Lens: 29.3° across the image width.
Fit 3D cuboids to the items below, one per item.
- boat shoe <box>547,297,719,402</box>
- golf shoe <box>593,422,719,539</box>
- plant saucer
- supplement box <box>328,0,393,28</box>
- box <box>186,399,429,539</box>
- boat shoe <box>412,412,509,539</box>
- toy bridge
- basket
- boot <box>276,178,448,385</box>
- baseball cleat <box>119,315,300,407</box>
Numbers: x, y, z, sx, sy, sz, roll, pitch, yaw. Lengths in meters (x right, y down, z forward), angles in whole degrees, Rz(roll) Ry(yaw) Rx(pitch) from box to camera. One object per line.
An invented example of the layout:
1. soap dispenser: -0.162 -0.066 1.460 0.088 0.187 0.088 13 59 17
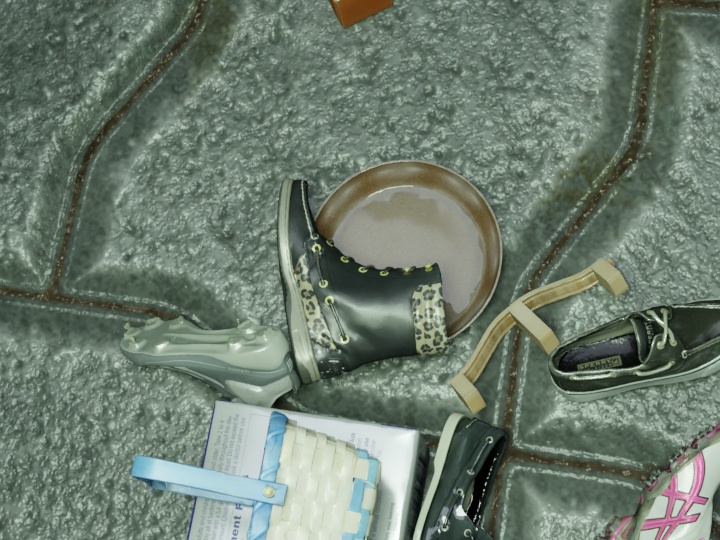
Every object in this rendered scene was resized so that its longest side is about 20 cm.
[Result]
1. boat shoe: 0.273 0.070 1.289 0.199 0.064 0.071 -20 61 7
2. golf shoe: 0.287 0.227 1.249 0.092 0.073 0.200 41 93 12
3. plant saucer: 0.043 -0.012 1.381 0.198 0.032 0.202 -2 72 7
4. supplement box: -0.035 -0.366 1.488 0.066 0.069 0.201 -25 72 0
5. box: -0.049 0.233 1.279 0.198 0.105 0.185 8 74 10
6. boat shoe: 0.095 0.232 1.273 0.066 0.075 0.201 7 64 23
7. toy bridge: 0.166 0.053 1.328 0.200 0.027 0.067 -39 36 -3
8. basket: -0.087 0.187 1.152 0.198 0.176 0.140 14 79 1
9. boot: 0.000 0.001 1.333 0.152 0.074 0.205 -8 73 3
10. baseball cleat: -0.150 0.099 1.356 0.199 0.107 0.070 1 32 36
